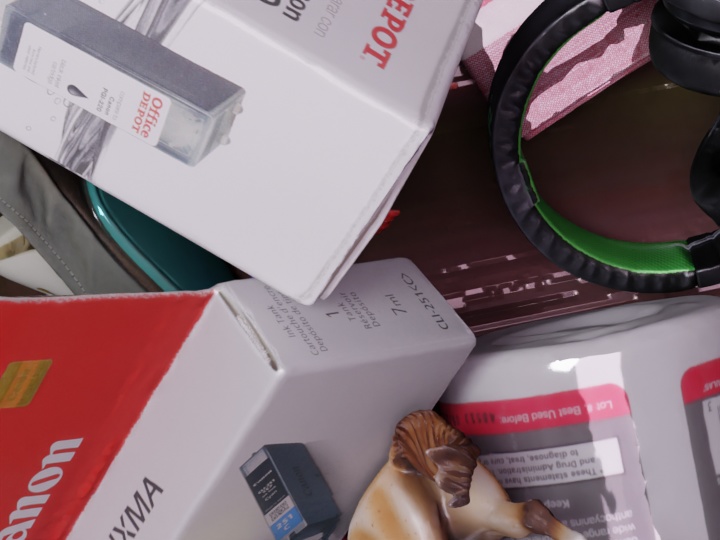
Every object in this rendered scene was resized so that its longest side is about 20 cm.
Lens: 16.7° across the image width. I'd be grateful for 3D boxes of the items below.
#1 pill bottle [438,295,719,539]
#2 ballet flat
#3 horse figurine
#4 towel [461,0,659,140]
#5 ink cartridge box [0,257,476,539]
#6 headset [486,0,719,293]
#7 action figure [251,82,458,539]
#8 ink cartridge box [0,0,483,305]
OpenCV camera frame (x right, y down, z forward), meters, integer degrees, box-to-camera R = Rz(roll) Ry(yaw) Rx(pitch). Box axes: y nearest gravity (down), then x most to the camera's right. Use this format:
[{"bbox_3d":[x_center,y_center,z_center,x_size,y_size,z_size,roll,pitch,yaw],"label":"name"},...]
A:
[{"bbox_3d":[0.097,0.116,0.860,0.111,0.111,0.200,-11,93,-1],"label":"pill bottle"},{"bbox_3d":[-0.117,-0.033,0.851,0.064,0.067,0.200,-28,124,17],"label":"ballet flat"},{"bbox_3d":[0.031,0.119,0.809,0.050,0.133,0.200,-19,124,-24],"label":"horse figurine"},{"bbox_3d":[0.062,-0.167,0.888,0.144,0.023,0.200,-33,92,3],"label":"towel"},{"bbox_3d":[-0.078,0.086,0.792,0.045,0.176,0.200,51,126,28],"label":"ink cartridge box"},{"bbox_3d":[0.142,-0.069,0.869,0.200,0.094,0.124,-17,118,9],"label":"headset"},{"bbox_3d":[0.000,0.000,0.867,0.099,0.065,0.200,-20,94,23],"label":"action figure"},{"bbox_3d":[-0.065,-0.098,0.770,0.200,0.146,0.085,31,125,-7],"label":"ink cartridge box"}]
